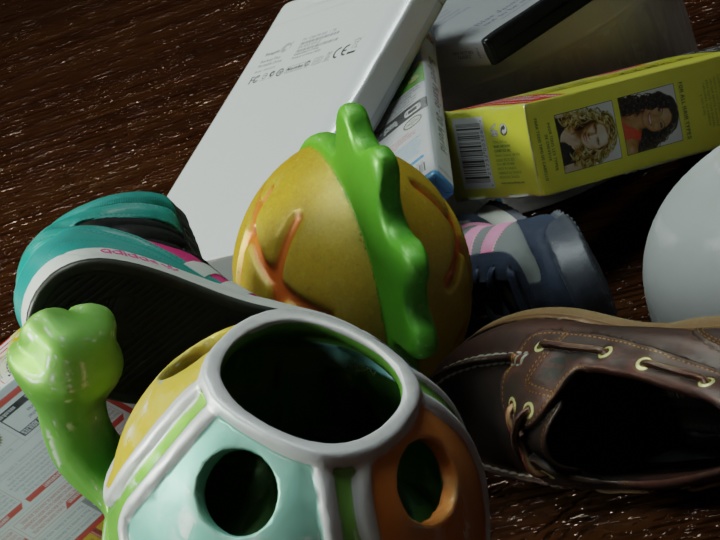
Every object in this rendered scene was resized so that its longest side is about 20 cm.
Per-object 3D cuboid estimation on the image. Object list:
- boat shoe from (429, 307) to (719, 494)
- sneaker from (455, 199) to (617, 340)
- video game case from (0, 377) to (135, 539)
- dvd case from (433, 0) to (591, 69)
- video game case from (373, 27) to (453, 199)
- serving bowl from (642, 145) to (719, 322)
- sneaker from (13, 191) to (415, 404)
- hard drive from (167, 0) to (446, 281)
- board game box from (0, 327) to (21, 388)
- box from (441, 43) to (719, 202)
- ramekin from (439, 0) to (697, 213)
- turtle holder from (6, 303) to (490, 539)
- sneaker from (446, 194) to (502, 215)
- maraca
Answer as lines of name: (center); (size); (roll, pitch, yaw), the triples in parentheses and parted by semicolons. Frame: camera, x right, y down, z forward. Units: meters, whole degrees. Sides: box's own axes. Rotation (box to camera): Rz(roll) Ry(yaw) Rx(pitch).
boat shoe: (0.095, 0.056, 1.102); (0.200, 0.071, 0.070); (-9, 19, 44)
sneaker: (0.061, 0.013, 1.290); (0.082, 0.070, 0.200); (-23, 7, -11)
video game case: (-0.093, 0.117, 1.086); (0.200, 0.017, 0.143); (27, 43, 22)
dvd case: (0.065, -0.149, 1.499); (0.143, 0.018, 0.200); (-35, 19, -27)
video game case: (-0.016, -0.055, 1.391); (0.143, 0.018, 0.200); (-37, 27, 19)
serving bowl: (0.213, -0.038, 1.226); (0.200, 0.066, 0.200); (-24, 17, 8)
sneaker: (-0.063, 0.029, 1.141); (0.084, 0.200, 0.121); (-60, 26, 9)
hard drive: (-0.038, -0.071, 1.394); (0.132, 0.027, 0.200); (-12, 41, 49)
board game box: (-0.193, 0.092, 1.370); (0.200, 0.046, 0.152); (-41, 13, 2)
box: (0.141, -0.079, 1.392); (0.199, 0.050, 0.075); (-17, 9, -33)
ramekin: (0.101, -0.112, 1.549); (0.200, 0.105, 0.200); (-24, 16, 7)
turtle holder: (-0.034, 0.075, 1.021); (0.141, 0.132, 0.186); (-20, 49, -25)
sneaker: (-0.012, 0.014, 1.406); (0.200, 0.077, 0.081); (-31, 23, 8)
maraca: (0.000, 0.000, 1.209); (0.107, 0.138, 0.200); (-18, -11, -14)
